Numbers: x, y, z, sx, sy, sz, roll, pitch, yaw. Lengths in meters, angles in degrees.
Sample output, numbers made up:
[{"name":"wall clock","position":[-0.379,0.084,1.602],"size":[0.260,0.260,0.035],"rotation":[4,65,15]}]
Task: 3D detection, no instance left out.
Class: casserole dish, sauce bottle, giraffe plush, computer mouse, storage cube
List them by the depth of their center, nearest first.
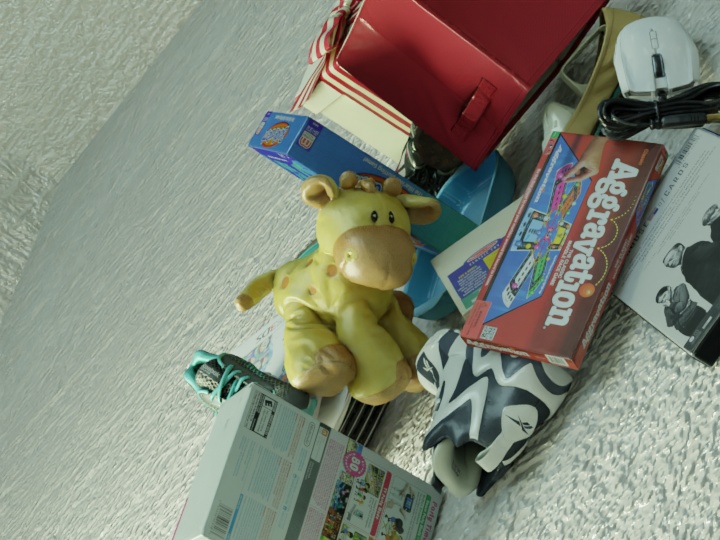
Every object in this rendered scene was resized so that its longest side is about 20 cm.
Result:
[{"name":"computer mouse","position":[0.248,-0.173,1.358],"size":[0.110,0.044,0.200],"rotation":[-9,30,8]},{"name":"giraffe plush","position":[0.000,0.000,1.444],"size":[0.200,0.172,0.162],"rotation":[45,125,30]},{"name":"storage cube","position":[0.112,-0.241,1.544],"size":[0.200,0.180,0.171],"rotation":[-50,-4,-27]},{"name":"casserole dish","position":[0.101,-0.030,1.585],"size":[0.121,0.039,0.200],"rotation":[-35,29,51]},{"name":"sauce bottle","position":[0.111,-0.169,1.691],"size":[0.066,0.066,0.200],"rotation":[-45,4,34]}]

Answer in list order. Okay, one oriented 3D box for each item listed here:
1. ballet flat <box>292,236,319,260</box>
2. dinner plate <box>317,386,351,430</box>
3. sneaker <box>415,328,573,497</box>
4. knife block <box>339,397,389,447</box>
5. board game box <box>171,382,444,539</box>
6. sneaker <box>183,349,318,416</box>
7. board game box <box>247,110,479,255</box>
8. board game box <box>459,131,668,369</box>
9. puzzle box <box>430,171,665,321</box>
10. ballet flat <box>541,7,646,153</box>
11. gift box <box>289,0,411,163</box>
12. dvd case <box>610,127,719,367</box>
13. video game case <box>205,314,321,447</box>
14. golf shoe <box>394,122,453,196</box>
[{"name":"ballet flat","position":[-0.009,-0.036,1.853],"size":[0.200,0.068,0.075],"rotation":[-47,-1,16]},{"name":"dinner plate","position":[-0.058,0.146,1.535],"size":[0.200,0.024,0.200],"rotation":[-45,24,27]},{"name":"sneaker","position":[0.080,0.124,1.329],"size":[0.130,0.079,0.199],"rotation":[-55,27,-17]},{"name":"knife block","position":[-0.048,0.178,1.596],"size":[0.200,0.064,0.176],"rotation":[-49,20,26]},{"name":"board game box","position":[-0.040,0.205,1.318],"size":[0.064,0.200,0.148],"rotation":[-36,28,48]},{"name":"sneaker","position":[-0.108,0.117,1.459],"size":[0.078,0.091,0.200],"rotation":[-61,22,-8]},{"name":"board game box","position":[0.001,-0.082,1.550],"size":[0.045,0.200,0.152],"rotation":[-60,18,-3]},{"name":"board game box","position":[0.163,-0.020,1.283],"size":[0.103,0.019,0.200],"rotation":[11,65,34]},{"name":"puzzle box","position":[0.158,-0.034,1.362],"size":[0.200,0.025,0.133],"rotation":[-35,22,5]},{"name":"ballet flat","position":[0.201,-0.152,1.472],"size":[0.200,0.063,0.069],"rotation":[-61,-3,-13]},{"name":"gift box","position":[0.032,-0.241,1.856],"size":[0.200,0.187,0.185],"rotation":[-33,30,50]},{"name":"dvd case","position":[0.256,-0.024,1.201],"size":[0.150,0.025,0.200],"rotation":[-56,18,6]},{"name":"video game case","position":[-0.089,0.116,1.582],"size":[0.182,0.024,0.200],"rotation":[-38,27,39]},{"name":"golf shoe","position":[0.059,-0.073,1.734],"size":[0.088,0.077,0.200],"rotation":[114,180,-61]}]
